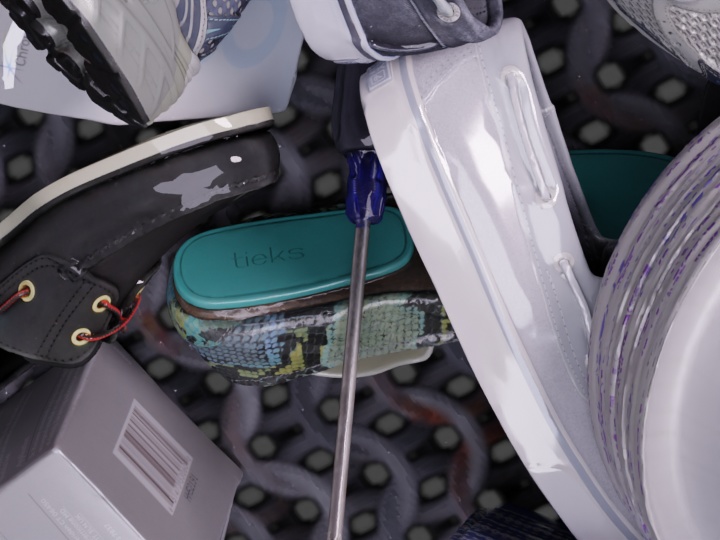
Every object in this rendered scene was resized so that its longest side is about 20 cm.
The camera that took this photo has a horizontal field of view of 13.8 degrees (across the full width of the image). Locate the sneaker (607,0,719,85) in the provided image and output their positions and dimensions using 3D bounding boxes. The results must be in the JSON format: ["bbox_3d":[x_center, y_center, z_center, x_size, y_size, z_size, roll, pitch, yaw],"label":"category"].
[{"bbox_3d":[0.082,-0.123,0.911,0.077,0.085,0.200,-32,110,19],"label":"sneaker"}]

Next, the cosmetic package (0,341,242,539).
[{"bbox_3d":[-0.150,0.122,1.101,0.200,0.107,0.090,-37,105,20],"label":"cosmetic package"}]

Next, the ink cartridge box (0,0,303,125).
[{"bbox_3d":[-0.094,-0.124,0.954,0.200,0.047,0.160,-9,123,-41],"label":"ink cartridge box"}]

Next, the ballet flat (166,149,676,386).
[{"bbox_3d":[0.033,0.003,1.063,0.200,0.074,0.074,-7,113,9],"label":"ballet flat"}]

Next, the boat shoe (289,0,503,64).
[{"bbox_3d":[-0.003,-0.156,0.908,0.068,0.072,0.200,-4,116,28],"label":"boat shoe"}]

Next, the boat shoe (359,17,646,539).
[{"bbox_3d":[0.070,0.009,0.988,0.068,0.072,0.200,-24,100,12],"label":"boat shoe"}]

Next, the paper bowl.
[{"bbox_3d":[0.179,0.039,0.931,0.201,0.104,0.201,-6,114,-13],"label":"paper bowl"}]

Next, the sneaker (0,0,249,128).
[{"bbox_3d":[-0.092,-0.142,0.898,0.086,0.078,0.200,-45,132,-18],"label":"sneaker"}]

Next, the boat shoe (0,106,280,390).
[{"bbox_3d":[-0.102,0.002,1.044,0.201,0.074,0.063,-28,82,29],"label":"boat shoe"}]

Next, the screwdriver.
[{"bbox_3d":[0.000,0.000,1.022,0.028,0.029,0.200,2,82,10],"label":"screwdriver"}]

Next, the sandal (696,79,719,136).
[{"bbox_3d":[0.142,0.015,1.022,0.045,0.075,0.200,30,133,38],"label":"sandal"}]

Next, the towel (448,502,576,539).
[{"bbox_3d":[0.096,0.121,1.024,0.145,0.200,0.024,19,94,8],"label":"towel"}]
